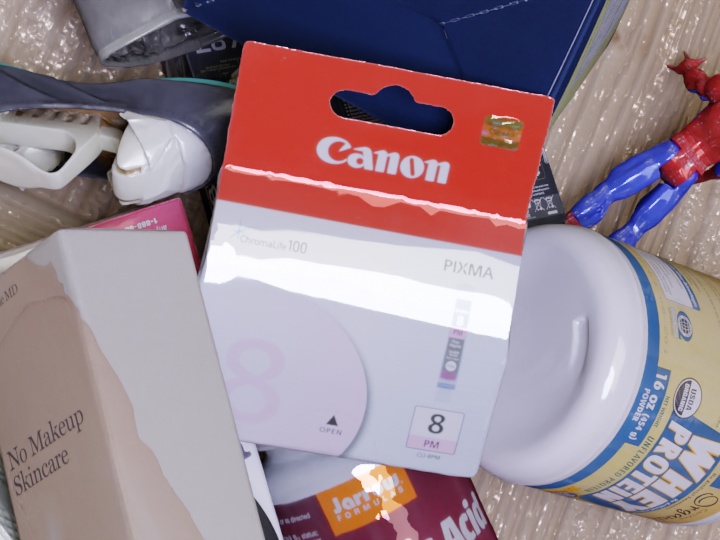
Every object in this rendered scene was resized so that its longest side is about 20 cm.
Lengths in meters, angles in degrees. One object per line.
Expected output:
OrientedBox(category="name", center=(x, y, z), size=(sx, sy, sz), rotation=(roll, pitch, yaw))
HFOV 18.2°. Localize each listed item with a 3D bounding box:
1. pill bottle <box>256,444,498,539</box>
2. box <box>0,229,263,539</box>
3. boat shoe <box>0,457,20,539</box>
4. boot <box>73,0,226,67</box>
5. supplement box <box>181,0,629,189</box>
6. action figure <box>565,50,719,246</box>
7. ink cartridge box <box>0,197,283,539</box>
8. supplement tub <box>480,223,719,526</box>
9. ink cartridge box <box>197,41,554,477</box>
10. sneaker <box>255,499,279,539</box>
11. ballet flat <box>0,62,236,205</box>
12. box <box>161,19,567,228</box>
OrientedBox(category="pill bottle", center=(0.011, 0.139, 1.246), size=(0.114, 0.114, 0.201), rotation=(-27, 98, -22))
OrientedBox(category="box", center=(-0.113, 0.089, 1.071), size=(0.077, 0.095, 0.201), rotation=(1, 65, -42))
OrientedBox(category="boat shoe", center=(-0.210, 0.108, 1.111), size=(0.062, 0.075, 0.200), rotation=(-37, 90, 19))
OrientedBox(category="boot", center=(-0.167, -0.201, 1.202), size=(0.181, 0.073, 0.201), rotation=(-16, 85, -23))
OrientedBox(category="supplement box", center=(0.048, -0.181, 1.190), size=(0.199, 0.135, 0.200), rotation=(29, 35, 6))
OrientedBox(category="action figure", center=(0.177, -0.062, 1.364), size=(0.200, 0.099, 0.065), rotation=(-38, 104, 3))
OrientedBox(category="ink cartridge box", center=(-0.141, 0.079, 1.202), size=(0.144, 0.084, 0.201), rotation=(-19, 95, -22))
OrientedBox(category="supplement tub", center=(0.158, 0.065, 1.278), size=(0.199, 0.144, 0.146), rotation=(18, 79, -39))
OrientedBox(category="ink cartridge box", center=(0.000, 0.000, 1.122), size=(0.161, 0.057, 0.201), rotation=(10, 122, -5))
OrientedBox(category="sneaker", center=(-0.049, 0.190, 1.149), size=(0.076, 0.091, 0.201), rotation=(-27, 106, -20))
OrientedBox(category="ballet flat", center=(-0.137, -0.066, 1.187), size=(0.198, 0.073, 0.074), rotation=(8, 83, 7))
OrientedBox(category="box", center=(0.002, -0.076, 1.274), size=(0.199, 0.049, 0.162), rotation=(-13, 79, -23))
